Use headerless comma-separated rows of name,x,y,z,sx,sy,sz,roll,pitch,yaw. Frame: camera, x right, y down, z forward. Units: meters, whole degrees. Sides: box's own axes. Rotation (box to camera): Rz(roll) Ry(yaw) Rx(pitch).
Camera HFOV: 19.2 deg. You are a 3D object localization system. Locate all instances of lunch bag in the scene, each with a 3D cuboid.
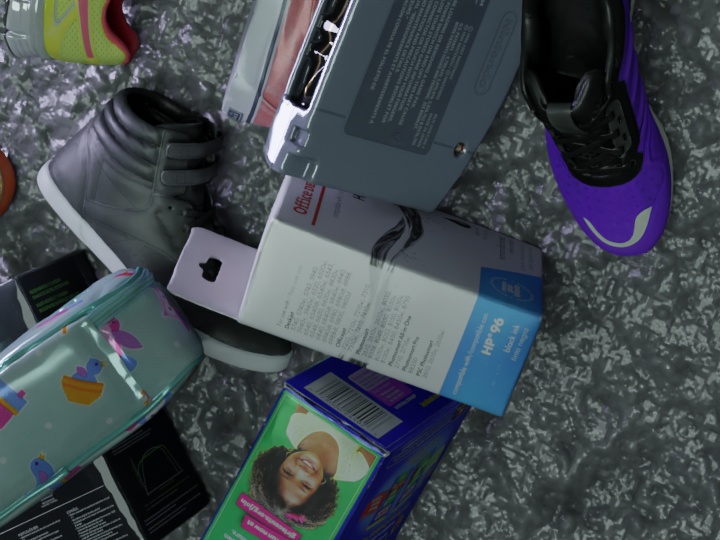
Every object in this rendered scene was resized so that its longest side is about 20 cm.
lunch bag,-0.184,0.078,1.209,0.200,0.160,0.077,-36,96,-2

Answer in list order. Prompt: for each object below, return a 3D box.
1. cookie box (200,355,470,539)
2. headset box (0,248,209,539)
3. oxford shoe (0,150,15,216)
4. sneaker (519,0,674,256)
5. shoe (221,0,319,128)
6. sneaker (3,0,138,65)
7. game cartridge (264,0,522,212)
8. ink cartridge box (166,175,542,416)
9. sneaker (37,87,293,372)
cookie box,-0.027,0.145,1.253,0.075,0.171,0.201,33,111,13
headset box,-0.225,0.104,1.359,0.174,0.093,0.201,-27,92,24
oxford shoe,-0.309,-0.010,1.375,0.071,0.073,0.200,47,113,4
sneaker,0.122,-0.090,1.171,0.069,0.100,0.201,-5,113,21
shoe,-0.009,-0.173,1.234,0.091,0.071,0.201,17,96,-7
sneaker,-0.148,-0.214,1.275,0.090,0.078,0.201,18,114,7
game cartridge,0.035,-0.135,1.187,0.040,0.133,0.201,36,107,50
ink cartridge box,0.000,0.000,1.211,0.199,0.116,0.068,20,110,-3
sneaker,-0.102,-0.030,1.294,0.200,0.071,0.099,43,118,11
